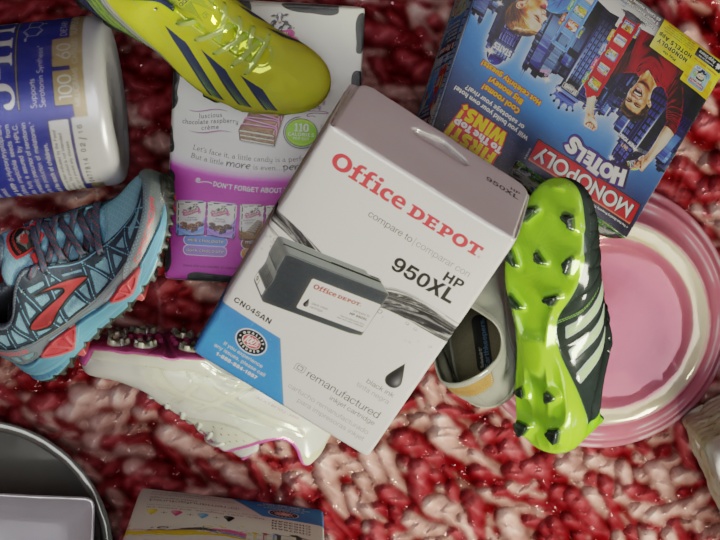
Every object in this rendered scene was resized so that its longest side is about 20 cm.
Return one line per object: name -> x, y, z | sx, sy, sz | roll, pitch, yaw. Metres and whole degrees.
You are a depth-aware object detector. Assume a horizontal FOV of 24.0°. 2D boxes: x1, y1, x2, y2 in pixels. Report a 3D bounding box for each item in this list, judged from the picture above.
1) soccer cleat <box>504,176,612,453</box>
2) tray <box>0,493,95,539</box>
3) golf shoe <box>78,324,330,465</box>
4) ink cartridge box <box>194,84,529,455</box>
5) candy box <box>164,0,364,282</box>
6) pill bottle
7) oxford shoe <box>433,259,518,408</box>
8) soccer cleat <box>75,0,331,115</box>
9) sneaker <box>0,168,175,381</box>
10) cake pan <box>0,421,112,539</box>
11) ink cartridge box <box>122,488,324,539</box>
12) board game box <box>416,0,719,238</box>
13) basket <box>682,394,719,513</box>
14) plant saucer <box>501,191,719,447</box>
soccer cleat -> 0.143, 0.028, 1.178 | 0.067, 0.081, 0.202 | 15, 114, 37
tray -> -0.251, 0.260, 1.244 | 0.106, 0.022, 0.202 | 3, 97, -2
golf shoe -> -0.110, 0.093, 1.240 | 0.198, 0.075, 0.092 | 8, 101, -1
ink cartridge box -> 0.000, 0.000, 1.136 | 0.144, 0.084, 0.201 | 31, 117, -3
candy box -> -0.068, -0.093, 1.221 | 0.135, 0.061, 0.202 | 4, 98, -1
pill bottle -> -0.268, -0.109, 1.184 | 0.198, 0.120, 0.121 | -7, 98, -1
oxford shoe -> 0.071, -0.001, 1.212 | 0.075, 0.058, 0.202 | -17, 76, 29
soccer cleat -> -0.108, -0.167, 1.131 | 0.199, 0.084, 0.065 | 29, 68, -5
sneaker -> -0.206, -0.002, 1.183 | 0.095, 0.080, 0.200 | 29, 119, -27
cake pan -> -0.282, 0.207, 1.266 | 0.199, 0.037, 0.202 | 0, 97, -2
ink cartridge box -> -0.103, 0.255, 1.195 | 0.146, 0.200, 0.146 | 8, 98, -3
board game box -> 0.123, -0.117, 1.198 | 0.199, 0.062, 0.201 | 34, 80, -9
basket -> 0.333, 0.171, 1.227 | 0.135, 0.123, 0.201 | -27, 100, -1
plant saucer -> 0.179, 0.035, 1.249 | 0.199, 0.051, 0.202 | 0, 98, -2
